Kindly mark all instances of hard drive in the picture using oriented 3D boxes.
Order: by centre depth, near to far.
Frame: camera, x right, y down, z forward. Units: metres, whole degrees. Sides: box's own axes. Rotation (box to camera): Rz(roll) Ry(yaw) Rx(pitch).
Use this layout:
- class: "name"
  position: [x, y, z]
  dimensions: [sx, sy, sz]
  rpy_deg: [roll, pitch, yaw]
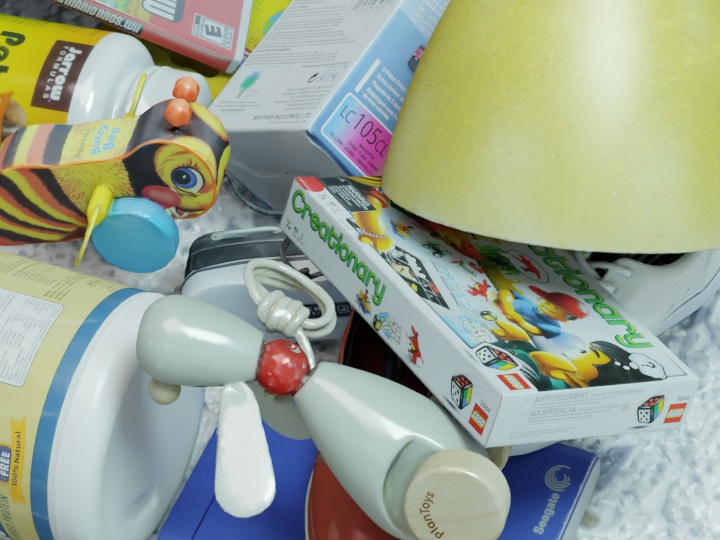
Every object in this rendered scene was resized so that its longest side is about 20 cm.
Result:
- class: "hard drive"
  position: [0.009, 0.126, 1.333]
  dimensions: [0.200, 0.025, 0.132]
  rpy_deg: [15, 56, 19]

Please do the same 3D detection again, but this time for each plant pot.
- class: "plant pot"
  position: [0.115, -0.103, 1.291]
  dimensions: [0.200, 0.142, 0.200]
  rpy_deg: [4, 15, -1]

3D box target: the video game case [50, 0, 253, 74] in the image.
- class: "video game case"
  position: [-0.153, -0.207, 1.490]
  dimensions: [0.200, 0.017, 0.143]
  rpy_deg: [21, 50, -17]

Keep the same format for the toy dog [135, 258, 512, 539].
- class: "toy dog"
  position: [-0.017, 0.088, 1.230]
  dimensions: [0.200, 0.096, 0.132]
  rpy_deg: [32, 24, 19]

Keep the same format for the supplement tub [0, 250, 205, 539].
- class: "supplement tub"
  position: [-0.197, 0.062, 1.336]
  dimensions: [0.200, 0.145, 0.145]
  rpy_deg: [14, 55, 19]

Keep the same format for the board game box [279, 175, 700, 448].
- class: "board game box"
  position: [0.062, 0.016, 1.278]
  dimensions: [0.126, 0.035, 0.200]
  rpy_deg: [-3, 34, -36]

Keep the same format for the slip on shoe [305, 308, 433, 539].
- class: "slip on shoe"
  position: [0.010, 0.089, 1.304]
  dimensions: [0.074, 0.061, 0.200]
  rpy_deg: [3, 57, 8]

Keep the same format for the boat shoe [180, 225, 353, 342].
- class: "boat shoe"
  position: [0.000, 0.000, 1.408]
  dimensions: [0.200, 0.072, 0.068]
  rpy_deg: [-5, 47, 8]

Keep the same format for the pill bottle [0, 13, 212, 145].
- class: "pill bottle"
  position: [-0.192, -0.092, 1.477]
  dimensions: [0.200, 0.109, 0.109]
  rpy_deg: [10, 54, 16]

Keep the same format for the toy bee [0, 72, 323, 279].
- class: "toy bee"
  position: [-0.112, -0.062, 1.356]
  dimensions: [0.200, 0.109, 0.131]
  rpy_deg: [-11, 44, -5]

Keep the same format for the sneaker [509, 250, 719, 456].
- class: "sneaker"
  position: [0.122, 0.019, 1.360]
  dimensions: [0.073, 0.071, 0.200]
  rpy_deg: [27, 54, 32]

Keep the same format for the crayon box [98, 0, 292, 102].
- class: "crayon box"
  position: [-0.046, -0.166, 1.553]
  dimensions: [0.127, 0.051, 0.200]
  rpy_deg: [34, 63, 29]

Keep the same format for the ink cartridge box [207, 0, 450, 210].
- class: "ink cartridge box"
  position: [0.014, -0.130, 1.435]
  dimensions: [0.200, 0.076, 0.136]
  rpy_deg: [-56, 27, -18]
